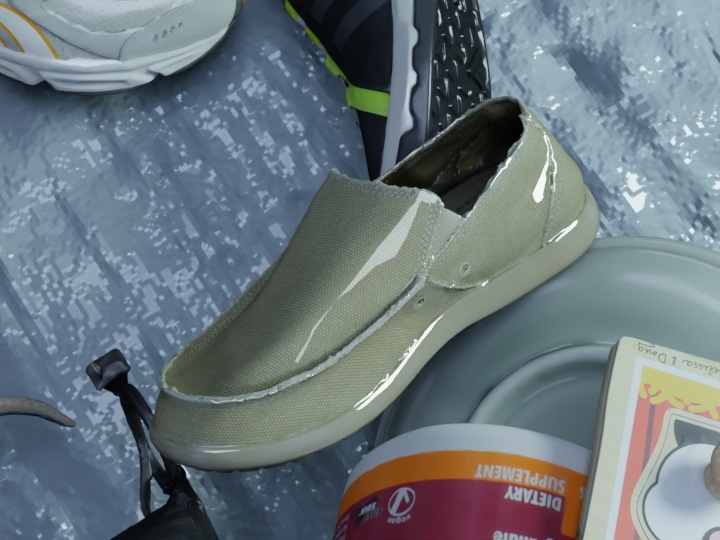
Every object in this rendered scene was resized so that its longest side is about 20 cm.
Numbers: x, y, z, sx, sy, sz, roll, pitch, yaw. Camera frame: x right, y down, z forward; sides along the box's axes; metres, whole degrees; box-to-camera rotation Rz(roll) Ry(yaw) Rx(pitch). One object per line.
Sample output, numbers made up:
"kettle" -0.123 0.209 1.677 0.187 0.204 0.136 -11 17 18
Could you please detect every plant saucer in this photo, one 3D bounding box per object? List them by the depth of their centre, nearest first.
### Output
"plant saucer" 0.089 0.083 0.786 0.200 0.050 0.201 -4 80 20

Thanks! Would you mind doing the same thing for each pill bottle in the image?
"pill bottle" 0.031 0.157 0.670 0.109 0.110 0.200 10 55 3

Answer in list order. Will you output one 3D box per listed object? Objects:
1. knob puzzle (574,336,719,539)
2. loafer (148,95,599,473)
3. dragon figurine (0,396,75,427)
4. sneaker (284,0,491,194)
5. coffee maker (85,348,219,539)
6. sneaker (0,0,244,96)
"knob puzzle" 0.149 0.125 0.644 0.219 0.030 0.220 8 60 -14
"loafer" 0.000 0.000 0.779 0.200 0.076 0.068 -35 120 -29
"dragon figurine" -0.205 0.106 0.808 0.200 0.099 0.059 -36 74 -30
"sneaker" 0.001 -0.108 0.880 0.083 0.072 0.201 -10 71 22
"coffee maker" -0.125 0.168 0.770 0.200 0.135 0.192 -27 51 -9
"sneaker" -0.144 -0.128 0.851 0.199 0.092 0.076 3 49 -1
